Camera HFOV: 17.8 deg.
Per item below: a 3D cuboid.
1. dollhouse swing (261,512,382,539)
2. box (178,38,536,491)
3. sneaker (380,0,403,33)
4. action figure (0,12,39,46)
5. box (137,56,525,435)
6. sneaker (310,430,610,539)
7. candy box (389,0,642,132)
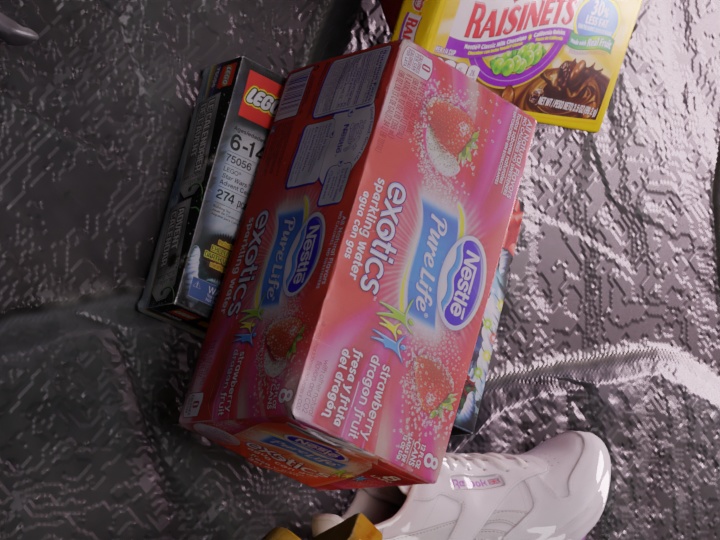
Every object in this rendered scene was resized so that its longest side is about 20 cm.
[{"bbox_3d":[-0.038,0.232,1.036,0.200,0.176,0.182,-47,110,-34],"label":"dollhouse swing"},{"bbox_3d":[0.000,0.000,1.123,0.095,0.100,0.200,28,68,-31],"label":"box"},{"bbox_3d":[0.012,-0.207,1.198,0.112,0.071,0.200,-15,112,-48],"label":"sneaker"},{"bbox_3d":[-0.164,-0.230,1.065,0.200,0.104,0.194,69,26,-67],"label":"action figure"},{"bbox_3d":[-0.010,-0.009,1.204,0.200,0.040,0.137,25,69,-32],"label":"box"},{"bbox_3d":[0.057,0.122,1.216,0.200,0.075,0.100,-30,103,-36],"label":"sneaker"},{"bbox_3d":[0.087,-0.134,1.245,0.200,0.026,0.102,4,105,-54],"label":"candy box"}]
